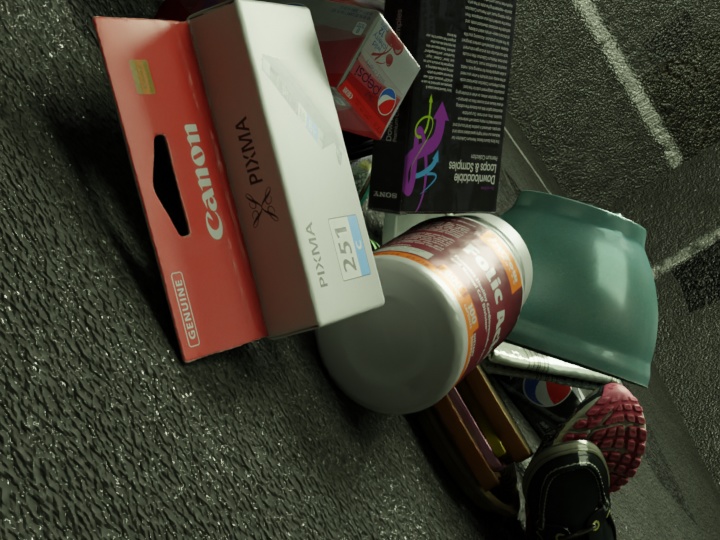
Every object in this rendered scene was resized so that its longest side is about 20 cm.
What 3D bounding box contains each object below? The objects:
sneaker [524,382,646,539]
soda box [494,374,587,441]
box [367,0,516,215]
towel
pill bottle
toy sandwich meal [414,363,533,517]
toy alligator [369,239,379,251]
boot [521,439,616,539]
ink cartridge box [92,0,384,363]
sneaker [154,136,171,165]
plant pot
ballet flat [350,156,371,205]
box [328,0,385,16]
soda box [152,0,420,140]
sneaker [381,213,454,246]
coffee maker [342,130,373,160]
[{"bbox_3d":[0.181,0.163,1.176,0.080,0.201,0.075,7,45,-13],"label":"sneaker"},{"bbox_3d":[0.195,0.116,1.542,0.200,0.063,0.071,51,15,-28],"label":"soda box"},{"bbox_3d":[0.063,-0.142,1.016,0.143,0.036,0.202,-3,98,-56],"label":"box"},{"bbox_3d":[0.165,0.043,1.436,0.199,0.035,0.193,10,38,-23],"label":"towel"},{"bbox_3d":[0.056,0.023,1.023,0.115,0.114,0.200,58,28,0],"label":"pill bottle"},{"bbox_3d":[0.101,0.118,1.169,0.206,0.070,0.205,54,14,-20],"label":"toy sandwich meal"},{"bbox_3d":[0.000,0.000,1.093,0.060,0.054,0.200,63,14,19],"label":"toy alligator"},{"bbox_3d":[0.185,0.246,1.093,0.204,0.073,0.154,81,-5,-47],"label":"boot"},{"bbox_3d":[-0.064,-0.059,0.811,0.176,0.044,0.202,-15,90,-62],"label":"ink cartridge box"},{"bbox_3d":[-0.087,-0.099,0.943,0.147,0.077,0.202,59,14,-10],"label":"sneaker"},{"bbox_3d":[0.177,0.009,1.210,0.199,0.135,0.200,18,-2,1],"label":"plant pot"},{"bbox_3d":[-0.006,-0.108,1.300,0.072,0.072,0.200,57,13,-5],"label":"ballet flat"},{"bbox_3d":[0.031,-0.194,1.034,0.199,0.041,0.039,9,71,-52],"label":"box"},{"bbox_3d":[-0.060,-0.155,0.969,0.199,0.064,0.070,20,-15,38],"label":"soda box"},{"bbox_3d":[0.069,-0.041,1.248,0.073,0.084,0.202,19,69,-64],"label":"sneaker"},{"bbox_3d":[-0.052,-0.183,1.117,0.134,0.191,0.202,-13,93,-53],"label":"coffee maker"}]
